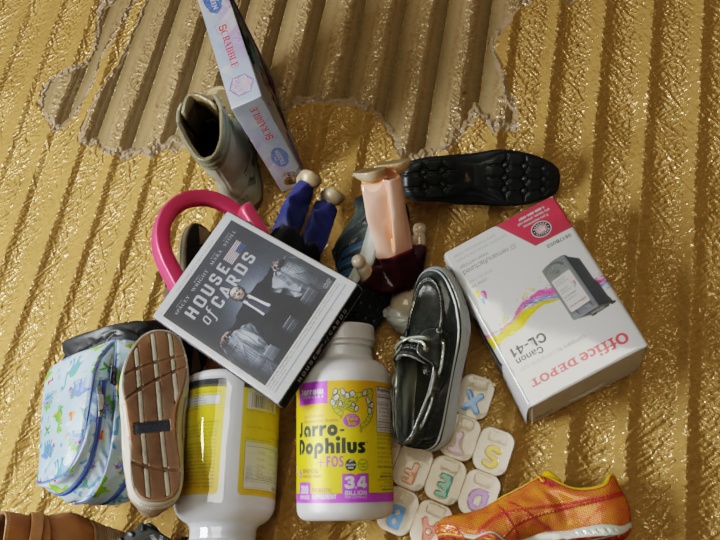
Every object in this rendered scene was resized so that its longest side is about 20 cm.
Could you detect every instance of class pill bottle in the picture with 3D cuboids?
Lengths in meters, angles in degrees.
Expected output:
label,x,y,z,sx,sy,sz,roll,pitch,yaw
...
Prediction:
label,x,y,z,sx,sy,sz,roll,pitch,yaw
pill bottle,-0.018,0.162,0.821,0.103,0.104,0.203,-5,74,11
pill bottle,-0.148,0.219,0.846,0.110,0.112,0.203,-4,67,12

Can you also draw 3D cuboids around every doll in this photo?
label,x,y,z,sx,sy,sz,roll,pitch,yaw
doll,-0.087,-0.024,0.932,0.048,0.136,0.202,-16,48,50

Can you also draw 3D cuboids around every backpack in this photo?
label,x,y,z,sx,sy,sz,roll,pitch,yaw
backpack,-0.301,0.171,0.892,0.162,0.153,0.203,-16,79,35

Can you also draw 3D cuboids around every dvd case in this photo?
label,x,y,z,sx,sy,sz,roll,pitch,yaw
dvd case,-0.116,0.037,0.836,0.199,0.025,0.151,28,77,27

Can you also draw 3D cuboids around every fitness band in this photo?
label,x,y,z,sx,sy,sz,roll,pitch,yaw
fitness band,-0.170,-0.007,0.935,0.143,0.037,0.202,-29,87,-31

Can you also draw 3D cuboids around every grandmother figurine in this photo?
label,x,y,z,sx,sy,sz,roll,pitch,yaw
grandmother figurine,0.039,-0.020,0.879,0.120,0.203,0.060,-21,17,-28

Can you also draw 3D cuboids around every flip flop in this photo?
label,x,y,z,sx,sy,sz,roll,pitch,yaw
flip flop,-0.221,0.035,0.967,0.057,0.081,0.203,-6,72,26

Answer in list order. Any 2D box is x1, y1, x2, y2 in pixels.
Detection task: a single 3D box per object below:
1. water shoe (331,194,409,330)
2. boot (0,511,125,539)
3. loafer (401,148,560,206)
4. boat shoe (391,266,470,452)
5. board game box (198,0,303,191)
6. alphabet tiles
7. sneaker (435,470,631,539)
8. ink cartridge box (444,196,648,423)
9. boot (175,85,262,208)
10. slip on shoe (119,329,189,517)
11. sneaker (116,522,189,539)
label,x,y,z,sx,sy,sz,roll,pitch,yaw
water shoe,0.000,0.000,0.937,0.078,0.071,0.202,8,72,48
boot,-0.334,0.359,0.803,0.076,0.155,0.203,-9,62,39
loafer,0.143,-0.115,0.938,0.197,0.070,0.069,-1,99,-3
boat shoe,0.072,0.093,0.825,0.071,0.070,0.203,-7,77,42
board game box,-0.138,-0.235,0.982,0.041,0.200,0.202,-21,66,3
alphabet tiles,0.067,0.197,0.858,0.198,0.015,0.198,18,74,19
sneaker,0.174,0.251,0.787,0.197,0.073,0.078,-7,59,0
ink cartridge box,0.202,0.042,0.851,0.146,0.086,0.202,-27,63,1
boot,-0.190,-0.192,1.000,0.071,0.155,0.202,-18,65,5
slip on shoe,-0.221,0.162,0.821,0.075,0.061,0.202,0,56,-21
sneaker,-0.257,0.320,0.811,0.071,0.198,0.099,-49,42,36
